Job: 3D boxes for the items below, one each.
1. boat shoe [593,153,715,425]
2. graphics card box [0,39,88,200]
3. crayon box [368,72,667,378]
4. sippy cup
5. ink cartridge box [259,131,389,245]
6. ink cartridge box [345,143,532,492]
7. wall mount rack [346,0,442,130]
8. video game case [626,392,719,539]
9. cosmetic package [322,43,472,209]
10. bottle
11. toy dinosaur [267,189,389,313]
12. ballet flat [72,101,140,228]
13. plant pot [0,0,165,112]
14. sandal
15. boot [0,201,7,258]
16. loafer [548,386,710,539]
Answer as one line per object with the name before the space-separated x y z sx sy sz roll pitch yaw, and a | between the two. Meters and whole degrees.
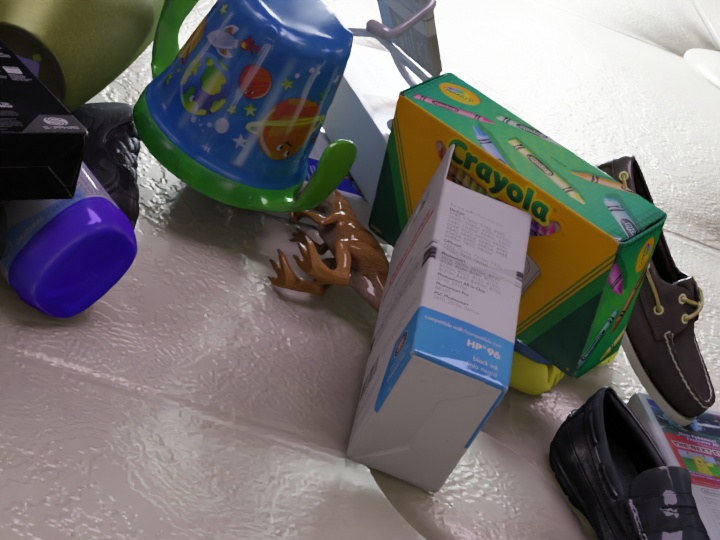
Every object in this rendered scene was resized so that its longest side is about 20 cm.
boat shoe | 0.213 0.014 1.257 0.202 0.060 0.072 64 27 0
graphics card box | -0.264 -0.109 1.043 0.125 0.051 0.200 -3 33 -39
crayon box | 0.103 -0.034 1.186 0.200 0.119 0.058 37 43 28
sippy cup | -0.075 -0.135 1.226 0.177 0.131 0.140 31 28 -4
ink cartridge box | -0.045 -0.076 1.345 0.199 0.039 0.100 16 30 -24
ink cartridge box | 0.055 0.027 1.122 0.068 0.116 0.201 22 44 -8
wall mount rack | -0.007 -0.195 1.300 0.074 0.200 0.174 -37 58 -15
video game case | 0.305 0.170 1.250 0.199 0.023 0.183 14 30 -22
cosmetic package | 0.049 -0.107 1.391 0.150 0.052 0.200 12 31 -32
bottle | -0.221 -0.059 1.110 0.200 0.083 0.065 49 2 35
toy dinosaur | 0.000 0.000 1.221 0.106 0.061 0.200 -8 51 -35
ballet flat | -0.186 -0.072 1.220 0.066 0.057 0.200 -5 27 -2
plant pot | -0.231 -0.191 1.251 0.186 0.187 0.200 22 38 -9
sandal | 0.162 0.027 1.301 0.079 0.087 0.200 33 26 15
boot | -0.325 -0.055 1.025 0.162 0.074 0.198 -4 34 -48
loafer | 0.187 0.157 1.116 0.068 0.071 0.201 7 34 -32
